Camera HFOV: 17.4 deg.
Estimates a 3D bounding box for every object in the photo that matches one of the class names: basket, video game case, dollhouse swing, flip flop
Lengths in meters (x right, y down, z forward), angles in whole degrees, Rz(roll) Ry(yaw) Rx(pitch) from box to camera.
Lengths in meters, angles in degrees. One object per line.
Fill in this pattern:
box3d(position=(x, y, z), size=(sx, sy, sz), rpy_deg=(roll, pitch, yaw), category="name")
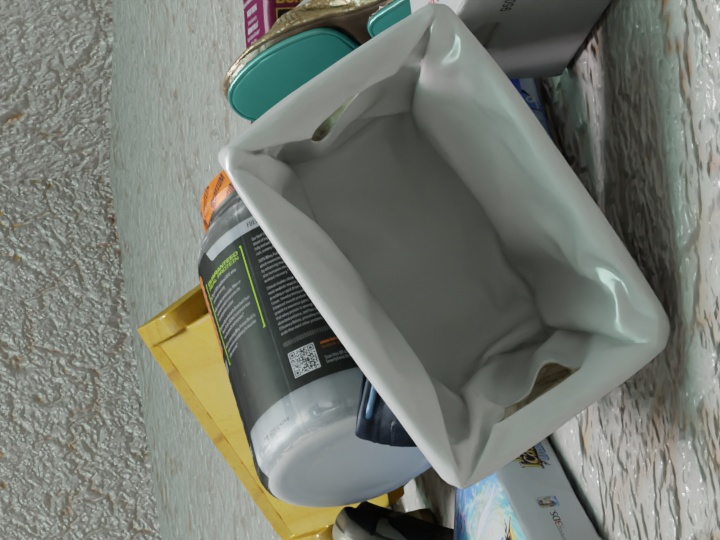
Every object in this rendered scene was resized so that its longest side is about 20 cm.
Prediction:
box3d(position=(0.037, -0.010, 1.149), size=(0.200, 0.136, 0.123), rpy_deg=(55, 175, -1), category="basket")
box3d(position=(0.092, 0.202, 1.353), size=(0.181, 0.045, 0.200), rpy_deg=(-116, 25, -62), category="video game case")
box3d(position=(-0.022, 0.071, 1.626), size=(0.176, 0.182, 0.200), rpy_deg=(-32, 95, 44), category="dollhouse swing")
box3d(position=(0.024, 0.182, 1.463), size=(0.200, 0.081, 0.058), rpy_deg=(20, -93, -77), category="flip flop")

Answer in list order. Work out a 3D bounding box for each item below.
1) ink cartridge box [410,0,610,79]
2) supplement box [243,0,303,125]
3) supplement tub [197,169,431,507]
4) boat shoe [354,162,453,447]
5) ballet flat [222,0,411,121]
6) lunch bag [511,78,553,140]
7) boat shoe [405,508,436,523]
box3d(position=(0.069, -0.213, 1.220), size=(0.145, 0.084, 0.200), rpy_deg=(118, 147, -72), category="ink cartridge box")
box3d(position=(-0.008, -0.171, 1.522), size=(0.103, 0.131, 0.200), rpy_deg=(176, 91, -79), category="supplement box")
box3d(position=(-0.026, 0.031, 1.411), size=(0.123, 0.122, 0.200), rpy_deg=(103, 153, -57), category="supplement tub")
box3d(position=(0.015, -0.007, 1.240), size=(0.084, 0.069, 0.200), rpy_deg=(95, 169, -72), category="boat shoe")
box3d(position=(0.004, -0.152, 1.422), size=(0.071, 0.200, 0.065), rpy_deg=(48, -148, -35), category="ballet flat")
box3d(position=(0.067, -0.035, 1.330), size=(0.160, 0.076, 0.200), rpy_deg=(101, 161, -47), category="lunch bag")
box3d(position=(0.020, 0.263, 1.701), size=(0.072, 0.065, 0.200), rpy_deg=(-112, 21, -59), category="boat shoe")
